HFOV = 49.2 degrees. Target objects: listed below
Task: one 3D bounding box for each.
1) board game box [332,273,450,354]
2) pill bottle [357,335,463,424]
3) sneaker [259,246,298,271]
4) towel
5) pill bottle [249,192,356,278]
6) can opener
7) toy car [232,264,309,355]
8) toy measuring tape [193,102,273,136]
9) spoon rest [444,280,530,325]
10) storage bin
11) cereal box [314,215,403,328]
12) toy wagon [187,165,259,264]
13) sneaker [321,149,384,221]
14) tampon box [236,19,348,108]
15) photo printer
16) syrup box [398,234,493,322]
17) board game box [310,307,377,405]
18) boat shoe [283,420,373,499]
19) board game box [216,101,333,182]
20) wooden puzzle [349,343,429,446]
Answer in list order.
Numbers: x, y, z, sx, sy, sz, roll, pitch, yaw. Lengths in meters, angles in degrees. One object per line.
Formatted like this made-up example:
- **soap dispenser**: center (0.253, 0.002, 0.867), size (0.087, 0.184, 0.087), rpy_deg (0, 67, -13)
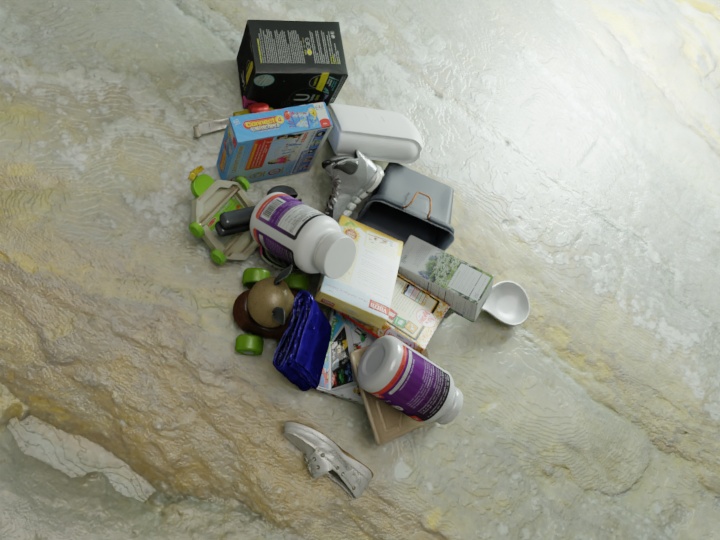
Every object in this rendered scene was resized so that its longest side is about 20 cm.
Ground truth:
- **board game box**: center (0.063, 0.072, 1.573), size (0.199, 0.046, 0.152), rpy_deg (33, 43, 6)
- **pill bottle**: center (0.097, 0.213, 1.477), size (0.199, 0.112, 0.113), rpy_deg (35, 64, -26)
- **sneaker**: center (-0.101, -0.036, 1.579), size (0.198, 0.087, 0.074), rpy_deg (13, 68, -15)
- **towel**: center (-0.096, 0.136, 1.443), size (0.049, 0.200, 0.149), rpy_deg (15, 73, 14)
- **pill bottle**: center (-0.105, -0.062, 1.464), size (0.199, 0.112, 0.111), rpy_deg (30, 59, 36)
- **can opener**: center (-0.201, -0.121, 1.544), size (0.199, 0.053, 0.067), rpy_deg (-17, 66, -40)
- **toy car**: center (-0.150, 0.064, 1.470), size (0.156, 0.200, 0.166), rpy_deg (8, 71, -15)
- **toy measuring tape**: center (-0.241, -0.302, 1.624), size (0.199, 0.074, 0.074), rpy_deg (-18, 79, -25)
- **spoon rest**: center (0.277, 0.073, 1.686), size (0.198, 0.061, 0.100), rpy_deg (-3, 74, -18)
- **storage bin**: center (0.108, -0.140, 1.663), size (0.199, 0.146, 0.135), rpy_deg (22, 58, -11)
- **cereal box**: center (0.000, 0.000, 1.528), size (0.143, 0.040, 0.201), rpy_deg (24, 51, -12)
- **toy wagon**: center (-0.269, -0.116, 1.535), size (0.200, 0.039, 0.155), rpy_deg (53, 56, -22)
- **sneaker**: center (-0.055, -0.165, 1.604), size (0.115, 0.075, 0.200), rpy_deg (41, 90, -27)
- **tampon box**: center (-0.147, -0.430, 1.655), size (0.198, 0.150, 0.127), rpy_deg (-5, 74, -19)
- **photo printer**: center (0.031, -0.291, 1.675), size (0.198, 0.070, 0.167), rpy_deg (5, 31, -16)
- **syrup box**: center (0.167, 0.016, 1.622), size (0.199, 0.082, 0.079), rpy_deg (27, 64, 17)
- **board game box**: center (-0.017, 0.158, 1.575), size (0.125, 0.035, 0.201), rpy_deg (19, 68, -13)
- **boat shoe**: center (-0.069, 0.358, 1.475), size (0.199, 0.071, 0.070), rpy_deg (36, 64, -6)
- **board game box**: center (-0.175, -0.247, 1.561), size (0.194, 0.200, 0.056), rpy_deg (-14, 76, -22)
- **wooden puzzle**: center (0.069, 0.227, 1.554), size (0.199, 0.046, 0.187), rpy_deg (-16, 88, -40)
